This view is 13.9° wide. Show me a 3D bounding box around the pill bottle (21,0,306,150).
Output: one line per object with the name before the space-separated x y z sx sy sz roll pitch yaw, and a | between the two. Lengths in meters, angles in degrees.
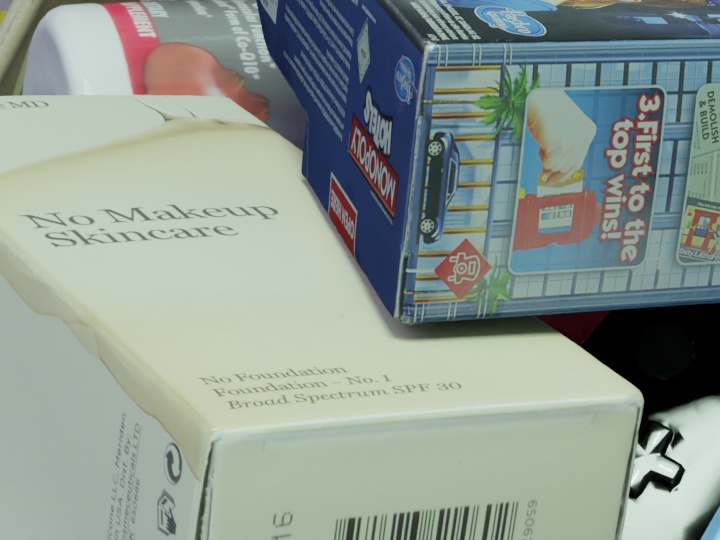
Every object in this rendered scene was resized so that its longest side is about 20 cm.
pill bottle | 0.003 -0.028 0.889 0.199 0.111 0.111 -3 27 -17

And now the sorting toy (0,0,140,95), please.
sorting toy | -0.138 -0.012 1.073 0.036 0.185 0.201 22 60 12

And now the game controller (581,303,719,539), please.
game controller | 0.124 0.085 0.656 0.199 0.042 0.105 29 67 12

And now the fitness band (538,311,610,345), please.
fitness band | 0.081 0.050 0.786 0.143 0.038 0.200 13 41 28

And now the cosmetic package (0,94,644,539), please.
cosmetic package | -0.035 0.025 0.660 0.200 0.103 0.073 37 125 53

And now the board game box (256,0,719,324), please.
board game box | 0.086 -0.045 0.699 0.200 0.199 0.062 -121 35 -68
